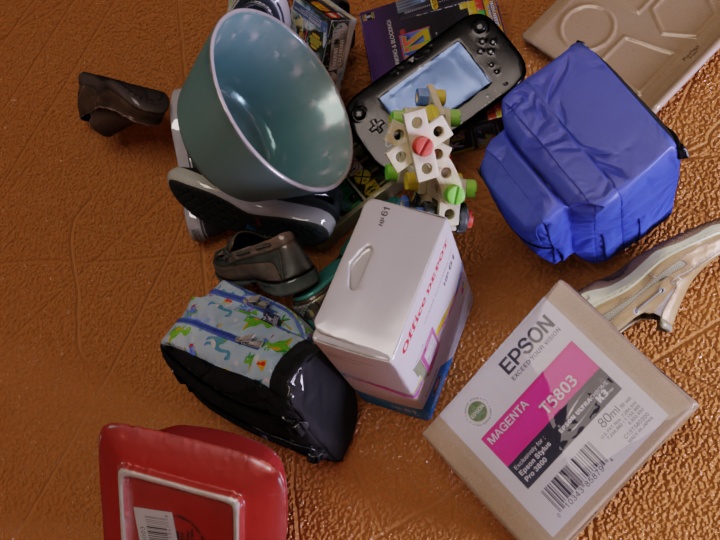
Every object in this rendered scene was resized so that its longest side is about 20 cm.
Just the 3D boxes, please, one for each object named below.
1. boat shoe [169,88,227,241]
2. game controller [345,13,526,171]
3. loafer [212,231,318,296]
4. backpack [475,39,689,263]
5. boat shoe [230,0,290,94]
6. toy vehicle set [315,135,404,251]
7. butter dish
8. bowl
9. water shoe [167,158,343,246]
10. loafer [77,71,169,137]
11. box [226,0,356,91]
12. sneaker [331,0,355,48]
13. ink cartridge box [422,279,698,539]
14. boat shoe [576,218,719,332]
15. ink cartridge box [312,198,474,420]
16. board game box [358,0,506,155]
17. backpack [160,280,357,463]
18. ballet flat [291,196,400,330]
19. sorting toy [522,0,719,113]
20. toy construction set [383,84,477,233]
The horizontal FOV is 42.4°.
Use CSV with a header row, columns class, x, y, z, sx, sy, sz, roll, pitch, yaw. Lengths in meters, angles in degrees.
class,x,y,z,sx,sy,sz,roll,pitch,yaw
boat shoe,-0.184,-0.133,1.117,0.065,0.070,0.203,-12,65,2
game controller,0.082,-0.194,1.018,0.199,0.042,0.105,-36,64,1
loafer,-0.107,-0.020,0.993,0.071,0.064,0.199,-27,19,-26
backpack,0.212,-0.097,0.913,0.167,0.200,0.164,-33,67,10
boat shoe,-0.136,-0.222,1.036,0.070,0.201,0.092,26,51,-5
toy vehicle set,-0.052,-0.133,1.099,0.124,0.027,0.201,-37,62,-2
butter dish,-0.141,0.229,0.909,0.196,0.148,0.203,9,111,18
bowl,-0.109,-0.152,0.954,0.104,0.199,0.204,-27,59,34
water shoe,-0.117,-0.087,1.044,0.197,0.072,0.080,18,60,6
loafer,-0.298,-0.199,1.159,0.199,0.072,0.072,25,105,53
box,-0.090,-0.268,1.083,0.039,0.138,0.200,-14,44,-37
sneaker,-0.062,-0.327,1.169,0.089,0.067,0.201,-19,53,-11
ink cartridge box,0.182,0.138,0.858,0.165,0.075,0.201,44,99,22
boat shoe,0.287,0.026,0.916,0.199,0.072,0.077,-33,70,12
ink cartridge box,0.039,0.044,0.898,0.084,0.200,0.146,15,72,22
board game box,0.095,-0.233,1.085,0.163,0.057,0.203,-15,64,8
backpack,-0.109,0.097,0.954,0.197,0.164,0.156,5,60,25
ballet flat,0.000,0.000,0.999,0.071,0.073,0.201,22,48,23
sorting toy,0.313,-0.279,1.058,0.185,0.037,0.200,-44,58,-6
toy construction set,0.068,-0.110,0.908,0.091,0.200,0.133,4,104,2
